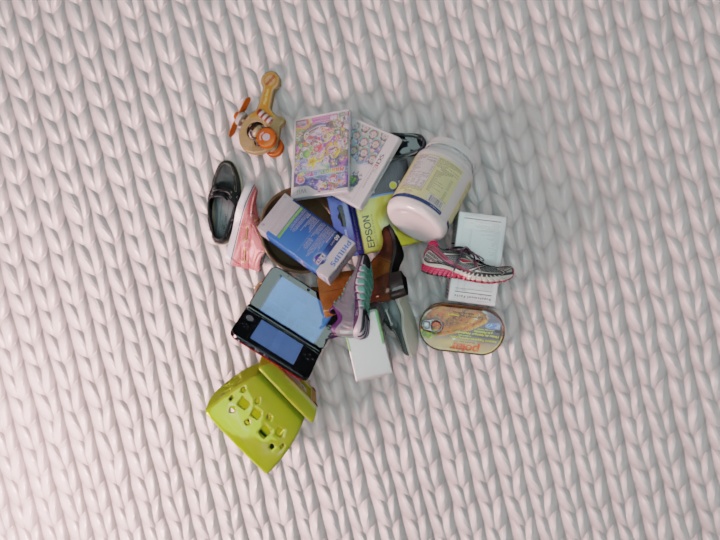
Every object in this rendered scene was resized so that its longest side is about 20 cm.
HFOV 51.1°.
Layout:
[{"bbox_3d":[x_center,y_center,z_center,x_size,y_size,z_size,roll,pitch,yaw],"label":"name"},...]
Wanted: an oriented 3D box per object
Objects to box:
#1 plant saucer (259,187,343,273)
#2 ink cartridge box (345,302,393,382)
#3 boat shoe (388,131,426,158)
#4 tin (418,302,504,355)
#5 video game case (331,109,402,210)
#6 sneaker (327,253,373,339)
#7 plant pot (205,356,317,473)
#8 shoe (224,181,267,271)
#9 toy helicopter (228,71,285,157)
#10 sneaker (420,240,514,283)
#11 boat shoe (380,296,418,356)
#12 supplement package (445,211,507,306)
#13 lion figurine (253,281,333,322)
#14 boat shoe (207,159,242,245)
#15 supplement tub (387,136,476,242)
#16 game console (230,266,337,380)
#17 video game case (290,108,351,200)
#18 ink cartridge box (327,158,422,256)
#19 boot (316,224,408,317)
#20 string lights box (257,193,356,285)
[{"bbox_3d":[-0.138,-0.093,1.741,0.198,0.029,0.202,0,89,-16],"label":"plant saucer"},{"bbox_3d":[0.016,0.155,1.686,0.087,0.200,0.146,-14,91,0],"label":"ink cartridge box"},{"bbox_3d":[0.052,-0.284,1.732,0.198,0.062,0.076,1,93,3],"label":"boat shoe"},{"bbox_3d":[0.235,0.136,1.754,0.198,0.042,0.113,7,89,3],"label":"tin"},{"bbox_3d":[-0.029,-0.254,1.706,0.199,0.024,0.183,29,88,30],"label":"video game case"},{"bbox_3d":[-0.024,0.051,1.576,0.087,0.075,0.201,-4,54,14],"label":"sneaker"},{"bbox_3d":[-0.209,0.303,1.704,0.181,0.199,0.200,-43,96,0],"label":"plant pot"},{"bbox_3d":[-0.249,-0.099,1.756,0.090,0.071,0.202,16,98,0],"label":"shoe"},{"bbox_3d":[-0.234,-0.367,1.750,0.131,0.079,0.202,11,82,11],"label":"toy helicopter"},{"bbox_3d":[0.232,-0.014,1.616,0.198,0.081,0.075,10,91,3],"label":"sneaker"},{"bbox_3d":[0.083,0.106,1.754,0.061,0.073,0.202,-15,93,28],"label":"boat shoe"},{"bbox_3d":[0.260,-0.028,1.709,0.113,0.110,0.202,8,93,3],"label":"supplement package"},{"bbox_3d":[-0.146,0.075,1.763,0.198,0.072,0.124,-8,79,-11],"label":"lion figurine"},{"bbox_3d":[-0.322,-0.160,1.755,0.074,0.066,0.201,10,93,4],"label":"boat shoe"},{"bbox_3d":[0.161,-0.180,1.666,0.144,0.145,0.201,30,69,1],"label":"supplement tub"},{"bbox_3d":[-0.159,0.116,1.670,0.199,0.173,0.119,32,117,-4],"label":"game console"},{"bbox_3d":[-0.089,-0.263,1.711,0.142,0.018,0.202,-6,72,21],"label":"video game case"},{"bbox_3d":[0.030,-0.142,1.737,0.198,0.047,0.199,-13,93,-7],"label":"ink cartridge box"},{"bbox_3d":[0.000,0.000,1.684,0.199,0.068,0.190,-14,66,15],"label":"boot"},{"bbox_3d":[-0.117,-0.069,1.661,0.199,0.059,0.103,36,79,12],"label":"string lights box"}]
